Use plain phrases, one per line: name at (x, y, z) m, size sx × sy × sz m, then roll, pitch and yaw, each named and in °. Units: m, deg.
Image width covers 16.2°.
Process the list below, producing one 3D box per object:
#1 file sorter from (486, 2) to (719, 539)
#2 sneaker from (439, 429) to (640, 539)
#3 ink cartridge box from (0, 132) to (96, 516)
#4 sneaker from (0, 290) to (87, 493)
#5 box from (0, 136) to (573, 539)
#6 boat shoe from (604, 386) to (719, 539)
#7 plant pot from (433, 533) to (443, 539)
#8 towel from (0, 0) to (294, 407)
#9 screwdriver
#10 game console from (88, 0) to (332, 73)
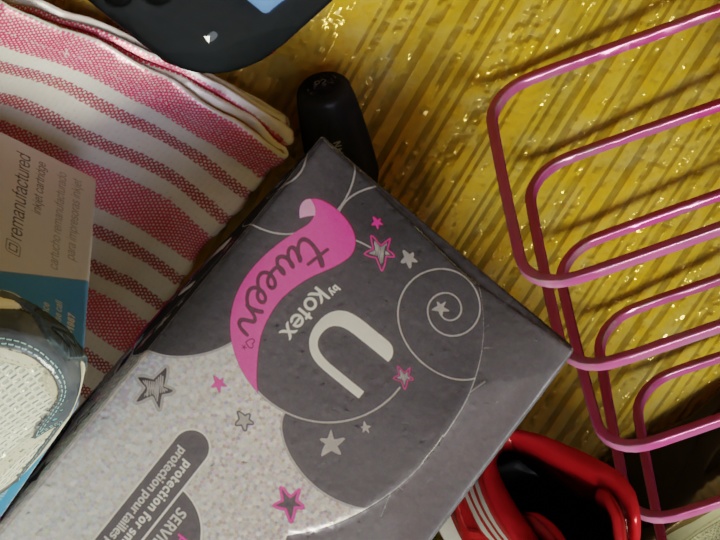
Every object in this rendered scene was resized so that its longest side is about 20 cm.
file sorter at (0.144, 0.012, 1.025) m, size 0.125 × 0.139 × 0.200 m, roll -19°, pitch 130°, yaw 11°
sneaker at (0.103, 0.147, 1.023) m, size 0.078 × 0.116 × 0.200 m, roll -43°, pitch 86°, yaw -9°
ink cartridge box at (-0.218, 0.014, 0.908) m, size 0.200 × 0.147 × 0.146 m, roll 26°, pitch 120°, yaw -20°
sneaker at (-0.167, 0.084, 0.818) m, size 0.200 × 0.086 × 0.078 m, roll -35°, pitch 119°, yaw 19°
box at (-0.037, 0.071, 0.961) m, size 0.132 × 0.115 × 0.200 m, roll 40°, pitch 72°, yaw -3°
boat shoe at (0.185, 0.090, 1.158) m, size 0.200 × 0.073 × 0.065 m, roll -27°, pitch 138°, yaw 18°
plant pot at (0.007, 0.211, 1.148) m, size 0.200 × 0.200 × 0.190 m, roll -9°, pitch 118°, yaw -8°
towel at (-0.136, -0.013, 1.007) m, size 0.146 × 0.030 × 0.200 m, roll 23°, pitch 120°, yaw -29°
screwdriver at (0.000, 0.000, 1.055) m, size 0.029 × 0.028 × 0.200 m, roll -33°, pitch 135°, yaw -26°
game console at (-0.043, -0.174, 0.898) m, size 0.200 × 0.031 × 0.177 m, roll -40°, pitch 128°, yaw 18°
